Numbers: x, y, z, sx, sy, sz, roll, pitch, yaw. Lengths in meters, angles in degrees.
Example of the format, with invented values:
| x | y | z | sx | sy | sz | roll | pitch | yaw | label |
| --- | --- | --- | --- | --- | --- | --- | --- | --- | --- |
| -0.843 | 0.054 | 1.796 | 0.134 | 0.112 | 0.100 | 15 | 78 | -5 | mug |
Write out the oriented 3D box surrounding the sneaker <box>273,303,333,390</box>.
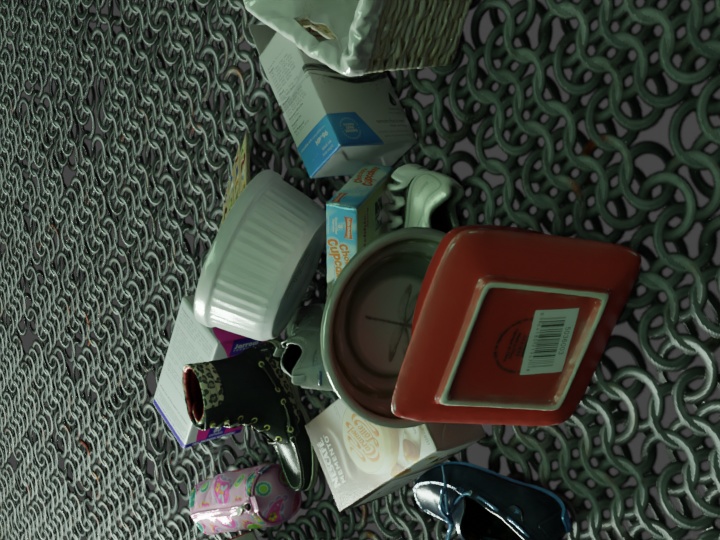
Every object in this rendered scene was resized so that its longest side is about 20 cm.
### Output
| x | y | z | sx | sy | sz | roll | pitch | yaw | label |
| --- | --- | --- | --- | --- | --- | --- | --- | --- | --- |
| -0.067 | 0.087 | 1.153 | 0.200 | 0.081 | 0.076 | -143 | 54 | -70 | sneaker |

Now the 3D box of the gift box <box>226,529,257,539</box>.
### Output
| x | y | z | sx | sy | sz | roll | pitch | yaw | label |
| --- | --- | --- | --- | --- | --- | --- | --- | --- | --- |
| -0.192 | 0.497 | 1.343 | 0.201 | 0.183 | 0.187 | 55 | 143 | 23 | gift box |

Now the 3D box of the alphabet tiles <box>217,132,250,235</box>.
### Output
| x | y | z | sx | sy | sz | roll | pitch | yaw | label |
| --- | --- | --- | --- | --- | --- | --- | --- | --- | --- |
| -0.168 | -0.076 | 1.254 | 0.201 | 0.006 | 0.168 | -100 | 26 | -53 | alphabet tiles |

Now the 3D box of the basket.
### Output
| x | y | z | sx | sy | sz | roll | pitch | yaw | label |
| --- | --- | --- | --- | --- | --- | --- | --- | --- | --- |
| 0.009 | -0.319 | 0.954 | 0.198 | 0.160 | 0.202 | 40 | 125 | 38 | basket |

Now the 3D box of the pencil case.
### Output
| x | y | z | sx | sy | sz | roll | pitch | yaw | label |
| --- | --- | --- | --- | --- | --- | --- | --- | --- | --- |
| -0.166 | 0.323 | 1.345 | 0.199 | 0.087 | 0.088 | -23 | 79 | 50 | pencil case |

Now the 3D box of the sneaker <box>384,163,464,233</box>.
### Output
| x | y | z | sx | sy | sz | roll | pitch | yaw | label |
| --- | --- | --- | --- | --- | --- | --- | --- | --- | --- |
| 0.066 | -0.009 | 1.018 | 0.080 | 0.075 | 0.203 | 14 | 108 | 38 | sneaker |

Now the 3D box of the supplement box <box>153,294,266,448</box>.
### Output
| x | y | z | sx | sy | sz | roll | pitch | yaw | label |
| --- | --- | --- | --- | --- | --- | --- | --- | --- | --- |
| -0.208 | 0.136 | 1.345 | 0.103 | 0.100 | 0.201 | 45 | 129 | 35 | supplement box |

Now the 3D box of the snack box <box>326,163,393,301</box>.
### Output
| x | y | z | sx | sy | sz | roll | pitch | yaw | label |
| --- | --- | --- | --- | --- | --- | --- | --- | --- | --- |
| 0.000 | 0.000 | 1.033 | 0.037 | 0.116 | 0.202 | 10 | 119 | 17 | snack box |

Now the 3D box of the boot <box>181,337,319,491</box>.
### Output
| x | y | z | sx | sy | sz | roll | pitch | yaw | label |
| --- | --- | --- | --- | --- | --- | --- | --- | --- | --- |
| -0.142 | 0.198 | 1.236 | 0.073 | 0.153 | 0.206 | -22 | 80 | 49 | boot |

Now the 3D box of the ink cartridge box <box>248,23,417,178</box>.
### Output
| x | y | z | sx | sy | sz | roll | pitch | yaw | label |
| --- | --- | --- | --- | --- | --- | --- | --- | --- | --- |
| -0.033 | -0.208 | 1.058 | 0.068 | 0.115 | 0.202 | -40 | 67 | 45 | ink cartridge box |

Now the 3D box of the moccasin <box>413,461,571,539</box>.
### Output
| x | y | z | sx | sy | sz | roll | pitch | yaw | label |
| --- | --- | --- | --- | --- | --- | --- | --- | --- | --- |
| 0.119 | 0.244 | 0.985 | 0.199 | 0.068 | 0.081 | -7 | 114 | 52 | moccasin |

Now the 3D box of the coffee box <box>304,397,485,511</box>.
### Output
| x | y | z | sx | sy | sz | roll | pitch | yaw | label |
| --- | --- | --- | --- | --- | --- | --- | --- | --- | --- |
| 0.034 | 0.180 | 1.080 | 0.200 | 0.079 | 0.115 | -44 | 63 | 45 | coffee box |

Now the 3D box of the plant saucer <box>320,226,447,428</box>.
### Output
| x | y | z | sx | sy | sz | roll | pitch | yaw | label |
| --- | --- | --- | --- | --- | --- | --- | --- | --- | --- |
| 0.041 | 0.055 | 0.963 | 0.050 | 0.198 | 0.203 | 16 | 109 | 59 | plant saucer |

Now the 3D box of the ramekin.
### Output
| x | y | z | sx | sy | sz | roll | pitch | yaw | label |
| --- | --- | --- | --- | --- | --- | --- | --- | --- | --- |
| -0.110 | -0.010 | 1.138 | 0.093 | 0.203 | 0.204 | 25 | 121 | 6 | ramekin |

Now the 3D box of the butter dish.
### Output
| x | y | z | sx | sy | sz | roll | pitch | yaw | label |
| --- | --- | --- | --- | --- | --- | --- | --- | --- | --- |
| 0.124 | 0.031 | 0.892 | 0.148 | 0.197 | 0.202 | -117 | 39 | -55 | butter dish |
